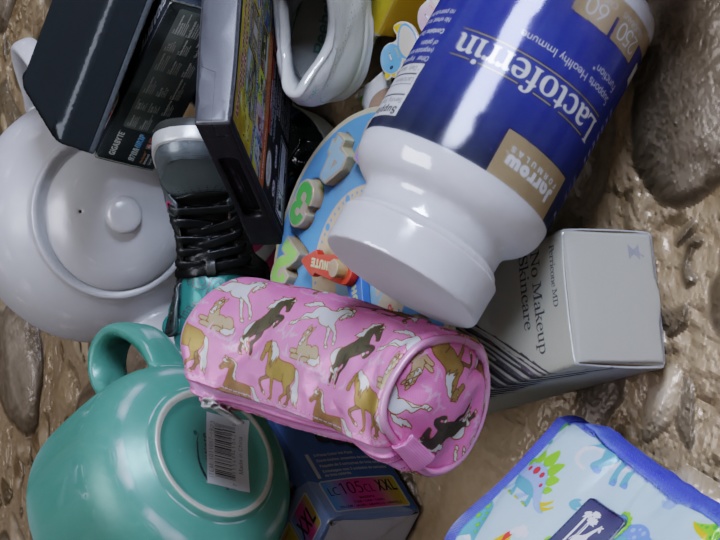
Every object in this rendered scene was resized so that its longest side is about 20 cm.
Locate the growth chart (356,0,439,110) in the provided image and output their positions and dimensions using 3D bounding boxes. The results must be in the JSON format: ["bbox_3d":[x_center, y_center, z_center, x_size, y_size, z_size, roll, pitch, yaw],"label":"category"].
[{"bbox_3d":[0.051,-0.087,1.320,0.145,0.018,0.200,53,134,21],"label":"growth chart"}]

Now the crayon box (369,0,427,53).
[{"bbox_3d":[0.028,-0.239,1.354,0.127,0.051,0.201,59,135,39],"label":"crayon box"}]

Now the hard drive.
[{"bbox_3d":[-0.165,-0.190,1.385,0.201,0.033,0.140,-67,25,12],"label":"hard drive"}]

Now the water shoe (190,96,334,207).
[{"bbox_3d":[-0.077,-0.093,1.488,0.200,0.078,0.072,51,130,45],"label":"water shoe"}]

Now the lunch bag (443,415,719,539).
[{"bbox_3d":[0.126,0.197,1.141,0.170,0.127,0.201,32,103,55],"label":"lunch bag"}]

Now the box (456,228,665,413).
[{"bbox_3d":[0.088,0.036,1.242,0.200,0.068,0.083,-24,68,55],"label":"box"}]

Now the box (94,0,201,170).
[{"bbox_3d":[-0.127,-0.186,1.433,0.200,0.046,0.160,128,151,-56],"label":"box"}]

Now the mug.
[{"bbox_3d":[-0.131,0.126,1.350,0.185,0.152,0.114,51,134,-1],"label":"mug"}]

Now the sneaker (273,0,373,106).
[{"bbox_3d":[-0.024,-0.200,1.294,0.075,0.088,0.201,3,100,18],"label":"sneaker"}]

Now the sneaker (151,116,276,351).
[{"bbox_3d":[-0.098,-0.008,1.404,0.200,0.083,0.121,64,-154,-61],"label":"sneaker"}]

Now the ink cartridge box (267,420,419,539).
[{"bbox_3d":[-0.054,0.145,1.454,0.200,0.076,0.137,58,135,42],"label":"ink cartridge box"}]

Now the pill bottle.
[{"bbox_3d":[0.069,-0.078,1.161,0.115,0.116,0.201,12,69,56],"label":"pill bottle"}]

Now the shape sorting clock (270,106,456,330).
[{"bbox_3d":[0.000,0.000,1.284,0.200,0.039,0.202,-10,79,57],"label":"shape sorting clock"}]

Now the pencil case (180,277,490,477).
[{"bbox_3d":[-0.016,0.058,1.209,0.199,0.082,0.087,12,97,47],"label":"pencil case"}]

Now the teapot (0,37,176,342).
[{"bbox_3d":[-0.189,-0.043,1.544,0.146,0.199,0.199,174,114,-73],"label":"teapot"}]

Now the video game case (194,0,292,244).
[{"bbox_3d":[-0.068,-0.142,1.298,0.181,0.025,0.201,71,-160,-67],"label":"video game case"}]
